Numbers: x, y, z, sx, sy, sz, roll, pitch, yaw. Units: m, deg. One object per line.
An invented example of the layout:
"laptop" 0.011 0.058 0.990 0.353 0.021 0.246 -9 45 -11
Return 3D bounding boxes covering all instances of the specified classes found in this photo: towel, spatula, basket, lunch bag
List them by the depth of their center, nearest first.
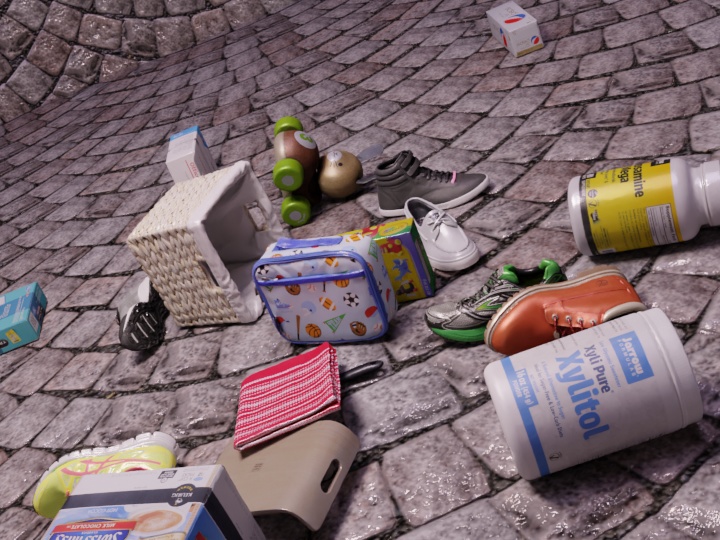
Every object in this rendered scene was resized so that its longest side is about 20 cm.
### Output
"towel" -0.095 0.158 1.292 0.144 0.023 0.200 -24 16 3
"spatula" -0.062 0.153 1.356 0.199 0.021 0.057 -16 21 10
"lunch bag" -0.055 0.025 1.426 0.199 0.161 0.076 -6 32 27
"basket" -0.240 -0.036 1.631 0.160 0.199 0.200 -12 30 27

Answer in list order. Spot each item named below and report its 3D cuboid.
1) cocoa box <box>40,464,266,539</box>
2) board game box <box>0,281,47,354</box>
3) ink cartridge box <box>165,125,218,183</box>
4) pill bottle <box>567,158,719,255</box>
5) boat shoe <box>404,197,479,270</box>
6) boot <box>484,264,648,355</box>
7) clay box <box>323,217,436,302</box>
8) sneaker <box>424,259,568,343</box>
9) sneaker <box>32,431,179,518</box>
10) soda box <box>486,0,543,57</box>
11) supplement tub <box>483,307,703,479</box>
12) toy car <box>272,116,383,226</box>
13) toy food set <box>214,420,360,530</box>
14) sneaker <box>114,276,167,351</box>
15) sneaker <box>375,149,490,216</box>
"cocoa box" -0.228 0.308 1.086 0.199 0.134 0.131 -8 32 25
"board game box" -0.687 0.109 1.849 0.199 0.047 0.151 -22 28 1
"ink cartridge box" -0.349 -0.208 2.083 0.068 0.116 0.200 -21 27 4
"pill bottle" 0.390 -0.089 1.357 0.199 0.113 0.113 -10 30 22
"boat shoe" 0.121 -0.062 1.548 0.072 0.069 0.200 -24 28 -4
"boot" 0.254 0.064 1.236 0.199 0.075 0.107 -22 33 -3
"clay box" 0.000 0.000 1.478 0.199 0.115 0.048 -13 30 18
"sneaker" 0.178 0.034 1.326 0.199 0.086 0.078 -17 28 10
"sneaker" -0.328 0.276 1.278 0.199 0.078 0.090 -23 35 3
"soda box" 0.340 -0.536 2.218 0.068 0.064 0.200 -21 27 2
"supplement tub" 0.243 0.131 1.063 0.199 0.132 0.132 -21 28 5
"toy car" -0.053 -0.191 1.829 0.199 0.158 0.165 -7 42 3
"toy food set" -0.108 0.255 1.188 0.199 0.061 0.144 -14 28 32
"sneaker" -0.370 0.082 1.659 0.079 0.074 0.200 -27 21 10
"sneaker" 0.113 -0.158 1.688 0.199 0.100 0.071 -10 28 18
